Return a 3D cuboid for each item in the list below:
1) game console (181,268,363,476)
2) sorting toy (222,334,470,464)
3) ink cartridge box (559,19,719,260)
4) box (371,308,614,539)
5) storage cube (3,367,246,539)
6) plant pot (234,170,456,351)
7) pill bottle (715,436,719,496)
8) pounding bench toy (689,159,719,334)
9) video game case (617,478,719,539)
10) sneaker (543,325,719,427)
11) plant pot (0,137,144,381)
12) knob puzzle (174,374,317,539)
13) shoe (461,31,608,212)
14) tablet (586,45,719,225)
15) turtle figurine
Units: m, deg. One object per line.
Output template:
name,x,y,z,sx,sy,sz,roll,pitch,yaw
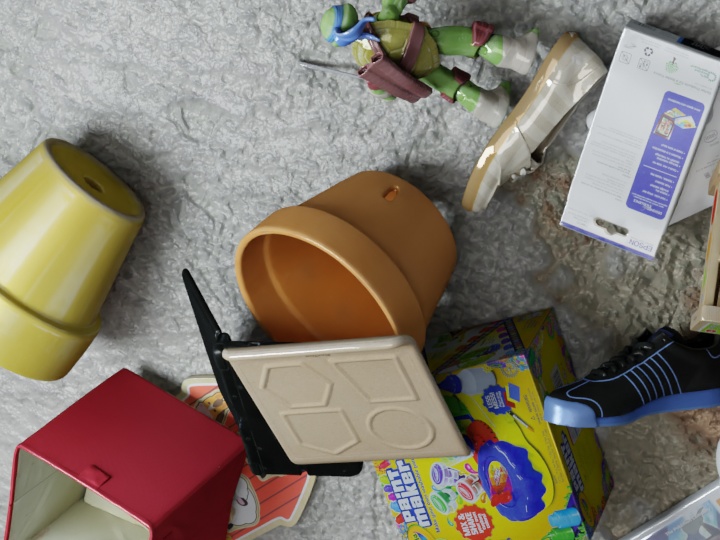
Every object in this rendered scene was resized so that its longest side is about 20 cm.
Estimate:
game console,-0.087,0.102,1.692,0.174,0.117,0.201,0,138,12
sorting toy,-0.009,0.117,1.577,0.184,0.037,0.200,-5,141,22
ink cartridge box,0.258,-0.118,1.554,0.099,0.039,0.201,22,115,11
box,0.121,0.169,1.682,0.191,0.122,0.201,-15,105,25
storage cube,-0.247,0.240,1.783,0.199,0.180,0.172,28,126,19
plant pot,0.000,0.000,1.622,0.199,0.140,0.201,29,145,23
pill bottle,0.384,0.155,1.537,0.113,0.200,0.115,7,113,17
pounding bench toy,0.368,-0.017,1.525,0.123,0.200,0.157,7,85,8
video game case,0.346,0.325,1.717,0.200,0.023,0.183,-37,94,28
sneaker,0.258,0.096,1.593,0.198,0.070,0.079,-8,100,-24
plant pot,-0.324,-0.022,1.738,0.200,0.201,0.189,41,102,1
knob puzzle,-0.131,0.199,1.835,0.218,0.030,0.222,7,112,17
shoe,0.159,-0.126,1.581,0.053,0.070,0.201,36,118,7
tablet,0.319,-0.128,1.556,0.199,0.014,0.131,-26,100,26
turtle figurine,0.057,-0.223,1.578,0.193,0.200,0.145,20,94,-10
